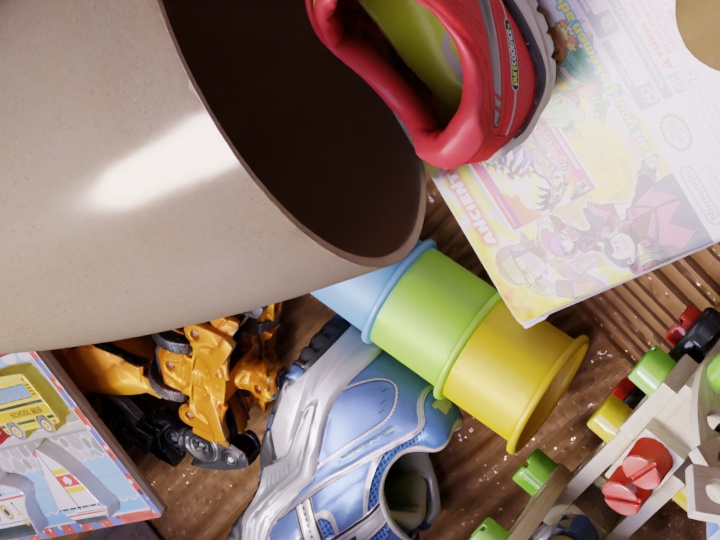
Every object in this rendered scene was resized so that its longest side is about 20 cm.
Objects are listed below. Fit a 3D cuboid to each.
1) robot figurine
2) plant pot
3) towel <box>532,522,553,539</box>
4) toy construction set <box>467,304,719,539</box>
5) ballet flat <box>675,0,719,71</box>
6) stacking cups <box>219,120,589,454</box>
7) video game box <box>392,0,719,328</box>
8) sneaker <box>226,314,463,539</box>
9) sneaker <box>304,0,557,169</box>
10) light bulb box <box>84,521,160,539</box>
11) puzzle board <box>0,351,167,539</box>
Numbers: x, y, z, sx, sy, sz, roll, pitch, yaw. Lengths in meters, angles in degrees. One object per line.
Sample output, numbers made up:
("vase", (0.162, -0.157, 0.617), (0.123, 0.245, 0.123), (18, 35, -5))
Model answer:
("robot figurine", (-0.115, 0.009, 1.270), (0.199, 0.058, 0.146), (24, 134, 18))
("plant pot", (-0.107, -0.048, 1.133), (0.199, 0.187, 0.188), (-26, 102, 25))
("towel", (0.111, 0.216, 1.282), (0.200, 0.024, 0.147), (45, 127, -1))
("toy construction set", (0.114, 0.091, 1.135), (0.092, 0.131, 0.200), (49, 142, -8))
("ballet flat", (0.187, -0.135, 0.985), (0.200, 0.063, 0.069), (-39, 96, 23))
("stacking cups", (0.000, 0.000, 1.201), (0.199, 0.061, 0.061), (33, 128, 10))
("video game box", (0.090, -0.096, 1.106), (0.182, 0.047, 0.201), (-24, 102, 35))
("sneaker", (-0.012, 0.117, 1.264), (0.077, 0.076, 0.201), (27, 130, 14))
("sneaker", (0.002, -0.128, 1.058), (0.077, 0.085, 0.200), (-33, 95, 37))
("light bulb box", (-0.133, 0.260, 1.335), (0.199, 0.200, 0.125), (50, 129, -4))
("puzzle board", (-0.187, 0.069, 1.329), (0.151, 0.017, 0.200), (55, 148, -13))
